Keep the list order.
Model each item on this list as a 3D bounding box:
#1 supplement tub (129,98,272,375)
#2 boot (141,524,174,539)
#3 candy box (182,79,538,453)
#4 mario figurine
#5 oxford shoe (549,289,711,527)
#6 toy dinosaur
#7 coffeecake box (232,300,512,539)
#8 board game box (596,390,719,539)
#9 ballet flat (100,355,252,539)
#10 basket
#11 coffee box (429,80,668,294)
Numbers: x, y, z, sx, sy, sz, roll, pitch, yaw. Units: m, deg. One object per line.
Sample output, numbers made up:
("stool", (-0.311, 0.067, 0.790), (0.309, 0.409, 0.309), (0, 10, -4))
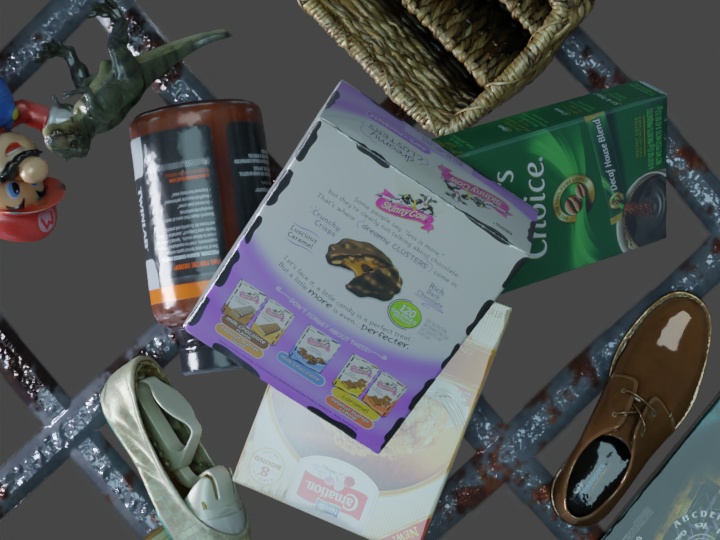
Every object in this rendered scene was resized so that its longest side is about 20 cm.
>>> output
("supplement tub", (-0.115, -0.024, 1.269), (0.106, 0.107, 0.203), (-8, 87, 5))
("boot", (-0.162, 0.311, 1.276), (0.155, 0.073, 0.201), (40, 93, 7))
("candy box", (0.000, 0.000, 1.145), (0.167, 0.072, 0.201), (33, 120, -5))
("mario figurine", (-0.276, -0.116, 1.272), (0.122, 0.106, 0.202), (-22, 111, -6))
("oxford shoe", (0.209, 0.107, 1.251), (0.071, 0.071, 0.202), (28, 89, 8))
("toy dinosaur", (-0.193, -0.158, 1.276), (0.088, 0.047, 0.200), (45, 55, -1))
("coffeecake box", (0.011, 0.094, 1.269), (0.152, 0.073, 0.202), (21, 90, 5))
("board game box", (0.278, 0.194, 1.260), (0.135, 0.028, 0.200), (40, 91, 6))
("ballet flat", (-0.133, 0.153, 1.268), (0.201, 0.067, 0.062), (53, 125, 14))
("basket", (0.062, -0.221, 1.217), (0.200, 0.149, 0.143), (47, 126, 6))
("coffee box", (0.134, -0.055, 1.214), (0.198, 0.044, 0.124), (-16, 119, -22))
